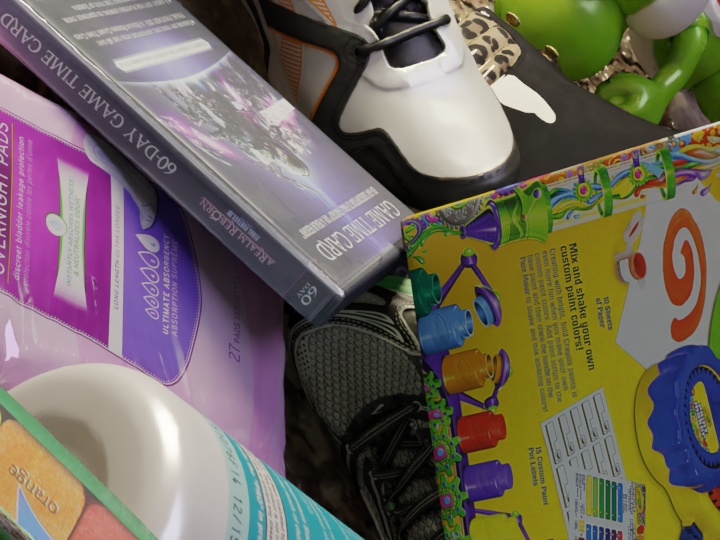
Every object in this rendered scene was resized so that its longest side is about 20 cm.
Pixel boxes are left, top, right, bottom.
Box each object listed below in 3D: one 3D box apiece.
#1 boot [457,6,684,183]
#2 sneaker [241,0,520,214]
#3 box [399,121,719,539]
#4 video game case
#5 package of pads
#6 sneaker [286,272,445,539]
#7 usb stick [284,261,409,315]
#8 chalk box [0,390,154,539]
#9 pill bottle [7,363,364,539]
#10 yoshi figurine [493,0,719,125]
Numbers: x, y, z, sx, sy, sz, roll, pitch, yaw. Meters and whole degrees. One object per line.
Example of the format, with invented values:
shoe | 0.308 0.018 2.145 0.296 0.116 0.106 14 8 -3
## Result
boot | 0.105 -0.050 1.063 0.150 0.073 0.200 37 39 13
sneaker | -0.005 -0.105 0.969 0.074 0.080 0.200 -24 69 -31
box | 0.134 0.061 0.836 0.122 0.192 0.201 3 76 -48
video game case | -0.067 -0.065 0.865 0.200 0.019 0.143 43 15 3
package of pads | -0.109 0.006 0.792 0.200 0.076 0.121 30 40 -36
sneaker | 0.040 0.088 0.916 0.200 0.078 0.085 54 35 -8
usb stick | 0.000 0.000 0.973 0.200 0.033 0.056 18 56 -44
chalk box | -0.135 0.084 0.576 0.125 0.200 0.124 47 36 -16
pill bottle | -0.036 0.118 0.754 0.200 0.111 0.111 41 37 -40
yoshi figurine | 0.125 -0.110 1.184 0.200 0.112 0.112 31 82 -54
